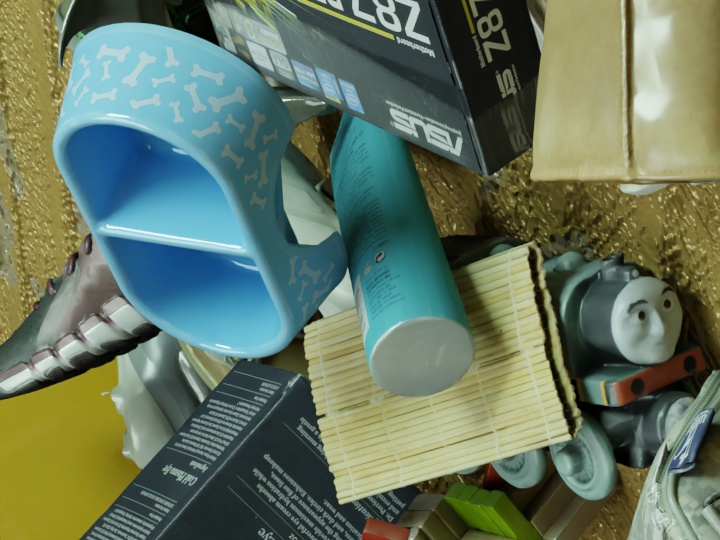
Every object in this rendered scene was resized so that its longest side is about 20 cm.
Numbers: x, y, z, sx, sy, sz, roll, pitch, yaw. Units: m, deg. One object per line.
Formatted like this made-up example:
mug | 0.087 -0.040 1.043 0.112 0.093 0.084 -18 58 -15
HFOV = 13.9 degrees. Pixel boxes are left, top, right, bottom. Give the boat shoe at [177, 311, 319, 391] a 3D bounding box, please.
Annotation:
boat shoe | -0.073 -0.001 1.667 0.201 0.073 0.063 66 157 1

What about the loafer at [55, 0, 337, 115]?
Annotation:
loafer | -0.082 -0.133 1.561 0.200 0.075 0.070 19 112 39

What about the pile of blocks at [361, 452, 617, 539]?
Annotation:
pile of blocks | 0.034 0.149 1.519 0.062 0.200 0.082 49 -177 -23

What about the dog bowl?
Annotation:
dog bowl | -0.078 -0.031 1.378 0.111 0.050 0.200 9 145 24

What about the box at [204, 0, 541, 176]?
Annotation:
box | -0.011 -0.141 1.233 0.200 0.049 0.161 29 147 48

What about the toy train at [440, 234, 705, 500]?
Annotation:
toy train | 0.089 0.043 1.442 0.200 0.085 0.114 6 114 56

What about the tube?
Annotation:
tube | 0.011 -0.023 1.442 0.200 0.050 0.077 -105 33 -47

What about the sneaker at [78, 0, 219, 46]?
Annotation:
sneaker | -0.104 -0.159 1.483 0.085 0.078 0.200 -86 -10 -66

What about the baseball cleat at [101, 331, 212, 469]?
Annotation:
baseball cleat | -0.104 0.017 1.746 0.070 0.106 0.200 63 -161 -82

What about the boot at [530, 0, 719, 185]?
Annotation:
boot | 0.136 -0.131 1.097 0.175 0.066 0.200 1 89 54

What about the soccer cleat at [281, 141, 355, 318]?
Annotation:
soccer cleat | 0.000 0.000 1.554 0.078 0.069 0.200 -26 101 30

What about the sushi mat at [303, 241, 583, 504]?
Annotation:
sushi mat | 0.036 0.053 1.445 0.200 0.012 0.096 -21 79 54

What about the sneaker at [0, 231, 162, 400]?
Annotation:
sneaker | -0.141 -0.016 1.627 0.116 0.200 0.076 62 -169 4

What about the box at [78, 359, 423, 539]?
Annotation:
box | -0.042 0.182 1.612 0.200 0.182 0.104 46 167 -17

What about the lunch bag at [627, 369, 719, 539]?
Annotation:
lunch bag | 0.184 0.123 1.271 0.139 0.168 0.200 45 149 23

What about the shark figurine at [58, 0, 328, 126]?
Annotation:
shark figurine | -0.107 -0.113 1.404 0.128 0.090 0.215 10 141 27

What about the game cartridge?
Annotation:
game cartridge | -0.140 0.118 1.755 0.176 0.200 0.032 49 149 18

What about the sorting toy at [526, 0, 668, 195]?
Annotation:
sorting toy | 0.085 -0.126 1.264 0.200 0.107 0.180 57 160 1
